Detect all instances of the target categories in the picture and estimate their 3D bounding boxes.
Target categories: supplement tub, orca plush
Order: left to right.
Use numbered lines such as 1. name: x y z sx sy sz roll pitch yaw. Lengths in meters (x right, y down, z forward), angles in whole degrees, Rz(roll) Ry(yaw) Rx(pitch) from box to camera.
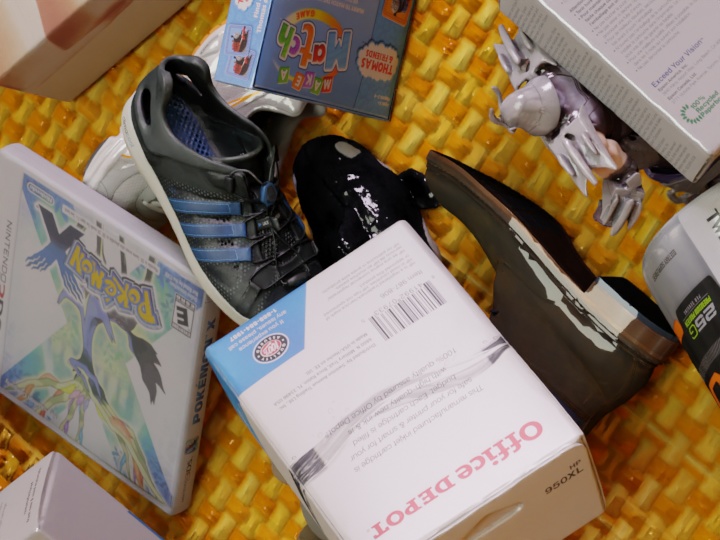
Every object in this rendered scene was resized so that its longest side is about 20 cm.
1. orca plush: 0.000 0.000 1.673 0.105 0.071 0.201 -23 74 29
2. supplement tub: 0.251 0.048 1.475 0.122 0.122 0.200 -39 66 24

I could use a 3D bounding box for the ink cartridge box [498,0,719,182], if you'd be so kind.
1. ink cartridge box: 0.174 -0.177 1.488 0.200 0.196 0.043 43 152 9

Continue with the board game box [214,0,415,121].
1. board game box: -0.013 -0.201 1.653 0.036 0.151 0.201 13 92 34

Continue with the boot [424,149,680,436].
1. boot: 0.091 0.015 1.611 0.200 0.075 0.097 42 105 27

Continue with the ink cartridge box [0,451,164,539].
1. ink cartridge box: -0.218 0.233 1.742 0.200 0.146 0.086 -38 24 24

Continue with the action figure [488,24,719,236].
1. action figure: 0.141 -0.080 1.509 0.069 0.199 0.131 -37 63 37

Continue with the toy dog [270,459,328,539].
1. toy dog: 0.041 0.144 1.624 0.200 0.096 0.132 30 135 22

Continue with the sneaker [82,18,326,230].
1. sneaker: -0.103 -0.071 1.743 0.200 0.076 0.092 -48 60 21

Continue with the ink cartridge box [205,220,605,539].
1. ink cartridge box: 0.025 0.091 1.546 0.144 0.084 0.200 -33 51 -7

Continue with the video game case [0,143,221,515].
1. video game case: -0.175 0.038 1.772 0.200 0.022 0.183 31 126 31

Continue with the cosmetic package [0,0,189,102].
1. cosmetic package: -0.171 -0.213 1.795 0.200 0.087 0.104 -38 65 24

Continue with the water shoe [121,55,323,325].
1. water shoe: -0.077 -0.040 1.656 0.200 0.071 0.079 52 147 7
